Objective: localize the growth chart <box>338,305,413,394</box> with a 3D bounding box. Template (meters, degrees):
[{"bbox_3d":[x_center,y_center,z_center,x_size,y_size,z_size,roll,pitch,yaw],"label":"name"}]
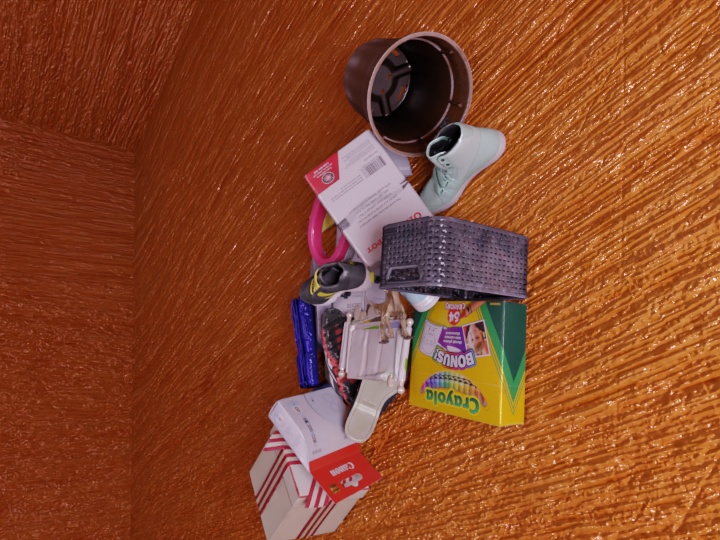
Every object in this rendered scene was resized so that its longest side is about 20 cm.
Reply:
[{"bbox_3d":[0.022,0.134,0.959,0.199,0.018,0.147,-4,69,53],"label":"growth chart"}]

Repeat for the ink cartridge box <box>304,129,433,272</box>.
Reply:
[{"bbox_3d":[0.017,-0.119,0.950,0.144,0.084,0.201,-35,79,0],"label":"ink cartridge box"}]

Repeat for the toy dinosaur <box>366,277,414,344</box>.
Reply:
[{"bbox_3d":[0.052,0.066,0.885,0.200,0.057,0.103,110,153,-74],"label":"toy dinosaur"}]

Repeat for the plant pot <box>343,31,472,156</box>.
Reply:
[{"bbox_3d":[0.069,-0.335,0.975,0.202,0.198,0.199,-67,30,19],"label":"plant pot"}]

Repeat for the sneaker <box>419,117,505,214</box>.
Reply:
[{"bbox_3d":[0.133,-0.174,0.896,0.200,0.117,0.075,-45,50,42],"label":"sneaker"}]

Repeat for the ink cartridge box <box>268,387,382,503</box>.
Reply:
[{"bbox_3d":[-0.053,0.311,0.983,0.200,0.159,0.048,44,111,27],"label":"ink cartridge box"}]

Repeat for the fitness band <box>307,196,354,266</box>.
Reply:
[{"bbox_3d":[-0.053,-0.102,1.090,0.144,0.037,0.202,45,125,41],"label":"fitness band"}]

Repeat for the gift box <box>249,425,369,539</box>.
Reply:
[{"bbox_3d":[-0.112,0.414,1.059,0.188,0.198,0.185,-59,46,26],"label":"gift box"}]

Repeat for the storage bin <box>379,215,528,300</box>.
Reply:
[{"bbox_3d":[0.138,-0.012,0.781,0.135,0.198,0.095,-5,78,54],"label":"storage bin"}]

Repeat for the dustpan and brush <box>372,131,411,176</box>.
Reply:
[{"bbox_3d":[0.033,-0.242,1.082,0.058,0.137,0.202,84,-173,-55],"label":"dustpan and brush"}]

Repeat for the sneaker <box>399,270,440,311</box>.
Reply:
[{"bbox_3d":[0.078,-0.003,0.930,0.074,0.082,0.200,-41,20,0],"label":"sneaker"}]

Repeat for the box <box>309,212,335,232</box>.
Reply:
[{"bbox_3d":[-0.027,-0.148,1.150,0.199,0.075,0.050,-31,91,47],"label":"box"}]

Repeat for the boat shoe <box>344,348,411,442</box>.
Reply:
[{"bbox_3d":[0.033,0.221,0.999,0.066,0.074,0.201,-76,9,-87],"label":"boat shoe"}]

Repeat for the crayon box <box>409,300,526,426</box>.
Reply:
[{"bbox_3d":[0.162,0.137,0.838,0.199,0.058,0.175,-5,78,56],"label":"crayon box"}]

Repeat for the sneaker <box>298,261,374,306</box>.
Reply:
[{"bbox_3d":[-0.065,0.016,1.050,0.199,0.084,0.076,-22,64,41],"label":"sneaker"}]

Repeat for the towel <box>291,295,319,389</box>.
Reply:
[{"bbox_3d":[-0.127,0.164,1.199,0.148,0.049,0.203,119,145,-73],"label":"towel"}]

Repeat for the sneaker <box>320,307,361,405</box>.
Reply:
[{"bbox_3d":[-0.044,0.174,1.079,0.098,0.070,0.203,-12,97,62],"label":"sneaker"}]

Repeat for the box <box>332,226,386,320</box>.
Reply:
[{"bbox_3d":[0.000,0.000,1.100,0.116,0.060,0.203,-8,76,54],"label":"box"}]

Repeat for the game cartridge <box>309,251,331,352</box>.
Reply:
[{"bbox_3d":[-0.088,0.068,1.187,0.133,0.040,0.203,118,148,-65],"label":"game cartridge"}]

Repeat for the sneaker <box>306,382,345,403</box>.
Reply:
[{"bbox_3d":[-0.103,0.301,1.166,0.200,0.076,0.076,-47,45,31],"label":"sneaker"}]
